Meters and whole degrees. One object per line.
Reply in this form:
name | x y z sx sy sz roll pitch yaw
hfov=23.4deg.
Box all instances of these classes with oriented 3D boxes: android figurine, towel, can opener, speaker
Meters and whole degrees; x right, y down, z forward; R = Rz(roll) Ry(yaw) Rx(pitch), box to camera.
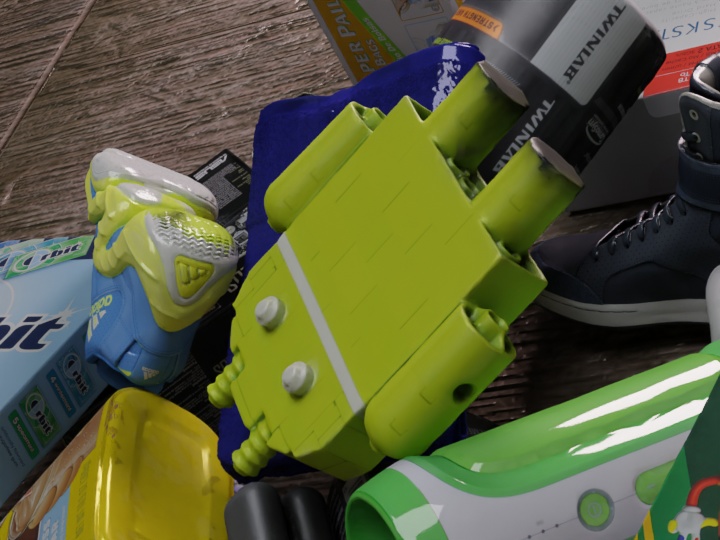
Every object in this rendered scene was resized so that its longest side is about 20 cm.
android figurine | 0.006 0.006 0.755 0.200 0.041 0.182 -45 40 18
towel | 0.000 0.000 0.838 0.147 0.049 0.201 -14 61 42
can opener | -0.029 0.196 0.779 0.067 0.053 0.201 -46 46 39
speaker | 0.097 0.090 0.703 0.199 0.089 0.088 -18 29 -21

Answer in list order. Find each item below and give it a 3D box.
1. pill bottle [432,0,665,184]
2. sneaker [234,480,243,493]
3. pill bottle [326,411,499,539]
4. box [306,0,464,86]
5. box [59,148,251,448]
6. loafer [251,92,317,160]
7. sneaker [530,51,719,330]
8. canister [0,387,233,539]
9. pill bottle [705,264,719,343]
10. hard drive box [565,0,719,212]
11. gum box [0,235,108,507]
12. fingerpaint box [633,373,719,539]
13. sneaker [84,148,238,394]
pill bottle | 0.065 -0.068 0.934 0.200 0.106 0.106 -53 36 -1
sneaker | -0.064 0.150 0.919 0.076 0.078 0.200 -61 24 9
pill bottle | 0.055 0.160 0.778 0.106 0.107 0.200 -28 34 2
box | 0.044 -0.181 1.148 0.101 0.200 0.113 -5 42 33
box | -0.113 0.035 1.084 0.200 0.086 0.164 -37 34 -10
loafer | -0.027 -0.077 1.115 0.076 0.067 0.200 -49 1 -2
sneaker | 0.165 -0.043 0.916 0.201 0.147 0.077 2 31 37
canister | -0.150 0.170 0.860 0.200 0.086 0.149 -47 25 26
pill bottle | 0.267 0.026 0.791 0.199 0.109 0.109 -16 36 21
hard drive box | 0.202 -0.139 1.086 0.155 0.077 0.201 -11 38 27
gum box | -0.215 0.053 0.998 0.169 0.045 0.200 -3 34 35
fingerpaint box | 0.139 0.158 0.622 0.073 0.201 0.167 15 53 29
sneaker | -0.122 0.002 0.929 0.106 0.075 0.200 -67 16 9
